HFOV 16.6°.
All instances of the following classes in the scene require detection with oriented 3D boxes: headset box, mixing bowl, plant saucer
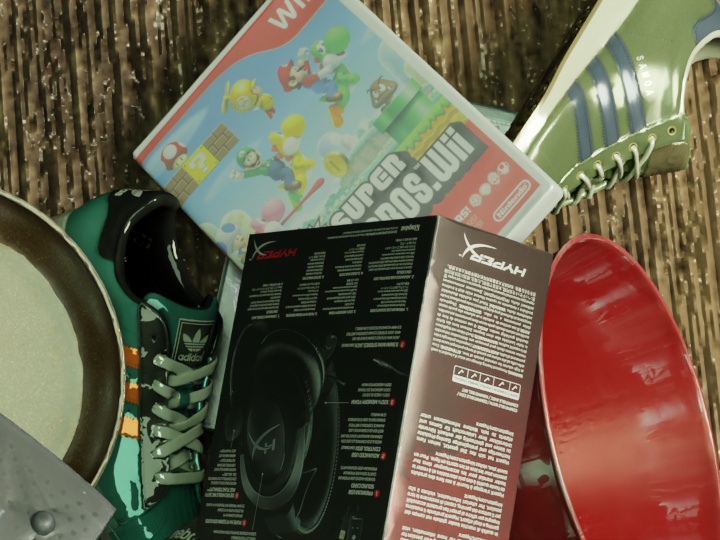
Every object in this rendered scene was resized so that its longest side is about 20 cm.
[{"bbox_3d":[0.001,0.083,1.131,0.077,0.148,0.201,16,77,-35],"label":"headset box"},{"bbox_3d":[0.090,0.092,1.214,0.108,0.200,0.201,-16,78,29],"label":"mixing bowl"},{"bbox_3d":[-0.215,0.053,1.206,0.199,0.032,0.201,1,82,-7],"label":"plant saucer"}]

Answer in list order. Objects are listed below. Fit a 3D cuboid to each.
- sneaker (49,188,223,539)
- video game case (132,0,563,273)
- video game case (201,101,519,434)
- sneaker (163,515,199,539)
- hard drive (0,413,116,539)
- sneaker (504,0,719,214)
[{"bbox_3d":[-0.107,0.054,1.248,0.080,0.071,0.201,-22,77,31],"label":"sneaker"},{"bbox_3d":[-0.010,-0.049,1.258,0.143,0.017,0.200,-48,61,6],"label":"video game case"},{"bbox_3d":[0.000,0.000,1.299,0.142,0.019,0.201,12,80,2],"label":"video game case"},{"bbox_3d":[-0.094,0.165,1.190,0.199,0.066,0.091,-8,104,-43],"label":"sneaker"},{"bbox_3d":[-0.228,0.105,1.139,0.200,0.042,0.135,35,57,-4],"label":"hard drive"},{"bbox_3d":[0.130,-0.073,1.282,0.090,0.067,0.201,34,72,-4],"label":"sneaker"}]
